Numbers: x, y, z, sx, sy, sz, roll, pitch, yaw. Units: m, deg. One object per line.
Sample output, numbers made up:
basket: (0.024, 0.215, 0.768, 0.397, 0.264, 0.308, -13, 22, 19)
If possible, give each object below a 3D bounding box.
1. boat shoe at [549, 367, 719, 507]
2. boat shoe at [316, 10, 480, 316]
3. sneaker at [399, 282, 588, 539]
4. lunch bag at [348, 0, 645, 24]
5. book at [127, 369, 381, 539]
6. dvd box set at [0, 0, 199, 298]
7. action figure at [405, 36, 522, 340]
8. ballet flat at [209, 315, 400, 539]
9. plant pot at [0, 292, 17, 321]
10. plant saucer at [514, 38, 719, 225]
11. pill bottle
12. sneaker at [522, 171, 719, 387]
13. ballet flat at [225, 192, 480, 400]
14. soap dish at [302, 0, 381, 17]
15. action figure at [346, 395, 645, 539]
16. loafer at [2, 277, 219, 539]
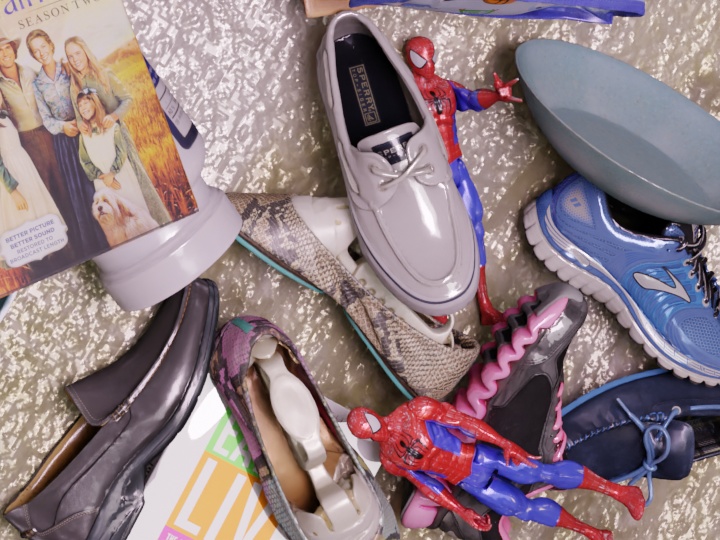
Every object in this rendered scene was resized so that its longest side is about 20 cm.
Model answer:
boat shoe: (0.208, 0.107, 1.646, 0.200, 0.069, 0.084, -21, 144, -17)
boat shoe: (0.022, -0.070, 1.506, 0.072, 0.066, 0.200, -15, 72, -1)
sneaker: (0.106, 0.100, 1.584, 0.095, 0.079, 0.200, 28, 112, -4)
lunch bag: (0.095, -0.236, 1.464, 0.200, 0.124, 0.170, -3, 94, -36)
book: (-0.084, 0.162, 1.567, 0.134, 0.048, 0.200, 29, 86, -17)
dvd box set: (-0.187, -0.100, 1.371, 0.146, 0.029, 0.200, -24, 100, -31)
action figure: (0.066, -0.055, 1.577, 0.065, 0.099, 0.200, -16, 98, -21)
ballet flat: (-0.031, 0.119, 1.518, 0.069, 0.071, 0.200, -30, 101, -12)
plant pot: (-0.306, -0.031, 1.405, 0.200, 0.134, 0.201, -1, 93, -26)
plant saucer: (0.180, -0.080, 1.582, 0.201, 0.201, 0.039, 19, 117, -22)
pill bottle: (-0.166, -0.080, 1.468, 0.116, 0.116, 0.200, -40, 107, -14)
sneaker: (0.207, 0.001, 1.623, 0.200, 0.079, 0.089, 37, 119, -16)
ballet flat: (0.000, 0.000, 1.560, 0.200, 0.068, 0.075, 43, 107, -14)
soap dish: (0.039, -0.255, 1.553, 0.200, 0.081, 0.158, -12, 100, -21)
action figure: (0.082, 0.129, 1.538, 0.200, 0.052, 0.065, 23, 117, -12)
loafer: (-0.152, 0.088, 1.516, 0.072, 0.073, 0.200, 27, 84, -17)
